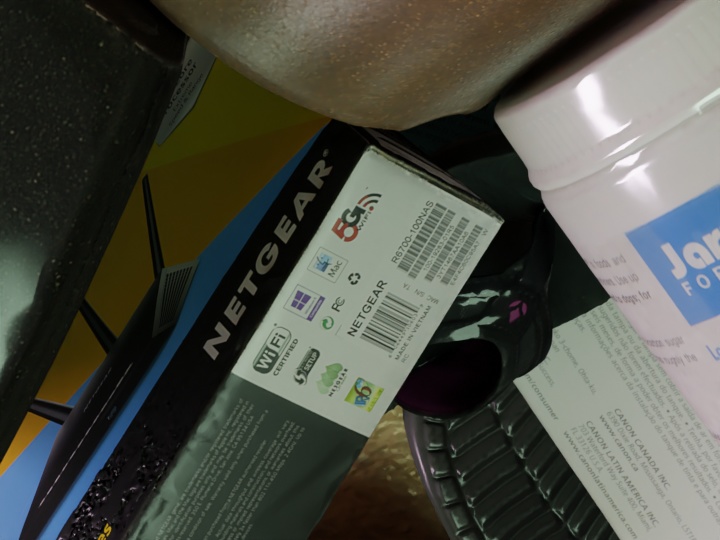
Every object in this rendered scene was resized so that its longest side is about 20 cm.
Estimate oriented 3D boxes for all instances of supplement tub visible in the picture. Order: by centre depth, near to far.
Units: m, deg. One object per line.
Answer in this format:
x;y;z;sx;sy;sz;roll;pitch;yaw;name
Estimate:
0.140;0.004;0.676;0.132;0.132;0.200;-34;97;25;supplement tub

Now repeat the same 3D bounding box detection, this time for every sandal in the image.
0.015;0.022;0.788;0.075;0.048;0.200;25;138;-30;sandal

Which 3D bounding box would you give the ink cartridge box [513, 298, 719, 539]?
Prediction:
0.149;0.025;0.793;0.200;0.050;0.161;-28;101;34;ink cartridge box

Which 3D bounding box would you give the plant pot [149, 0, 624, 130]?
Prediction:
0.038;-0.145;0.622;0.200;0.200;0.198;24;134;-26;plant pot

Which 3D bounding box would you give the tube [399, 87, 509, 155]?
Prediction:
0.000;0.000;0.856;0.077;0.050;0.200;12;127;-20;tube

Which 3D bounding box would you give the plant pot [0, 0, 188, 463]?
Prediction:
-0.147;-0.045;0.678;0.199;0.200;0.177;37;108;-13;plant pot

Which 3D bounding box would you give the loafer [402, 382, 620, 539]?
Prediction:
0.076;0.095;0.930;0.073;0.071;0.200;-39;110;-4;loafer

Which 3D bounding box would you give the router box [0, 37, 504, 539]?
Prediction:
-0.057;0.036;0.759;0.051;0.149;0.200;27;98;-29;router box
